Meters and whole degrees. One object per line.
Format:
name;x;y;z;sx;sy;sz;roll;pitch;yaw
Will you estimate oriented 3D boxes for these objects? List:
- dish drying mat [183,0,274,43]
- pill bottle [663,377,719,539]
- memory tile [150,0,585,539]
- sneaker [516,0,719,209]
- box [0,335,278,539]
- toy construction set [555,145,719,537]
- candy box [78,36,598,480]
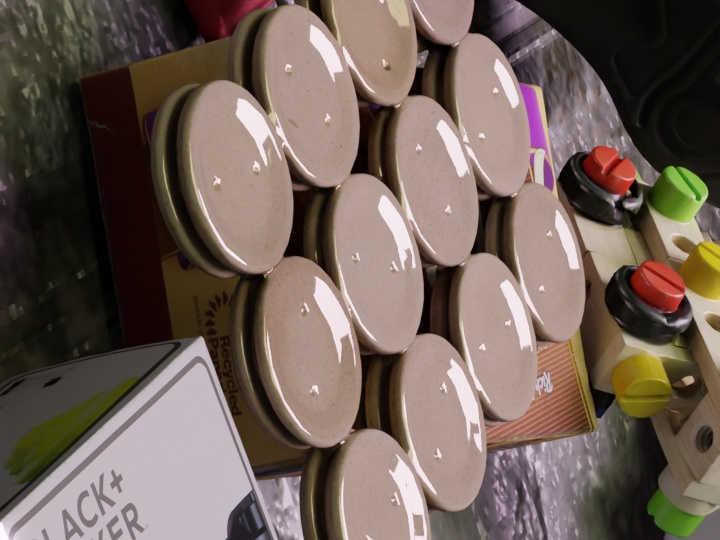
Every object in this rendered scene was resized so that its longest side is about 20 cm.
dish drying mat;-0.065;-0.169;0.830;0.077;0.018;0.200;-49;123;-54
pill bottle;0.181;0.062;1.095;0.114;0.114;0.200;66;30;-22
memory tile;0.007;-0.013;0.783;0.153;0.017;0.200;67;30;-19
sneaker;0.106;-0.107;1.022;0.199;0.076;0.114;41;32;-6
box;-0.052;0.130;0.680;0.117;0.060;0.200;-42;116;-60
toy construction set;0.122;0.025;0.968;0.131;0.092;0.200;16;19;-25
candy box;0.000;0.000;0.841;0.200;0.056;0.117;2;77;-61
